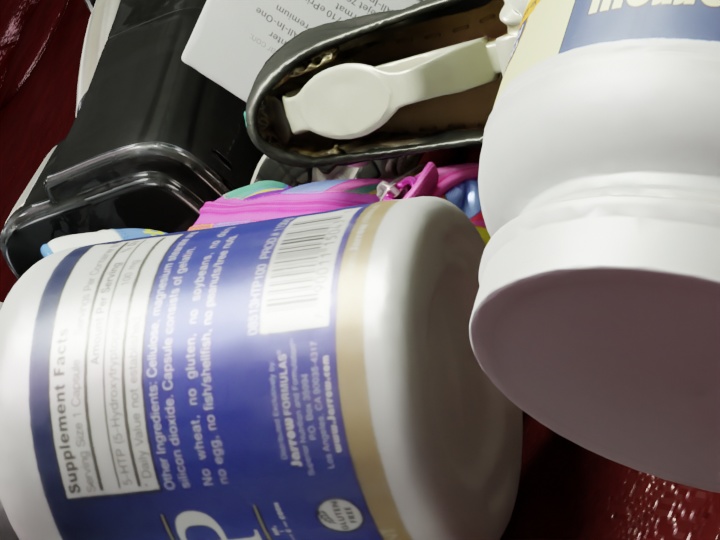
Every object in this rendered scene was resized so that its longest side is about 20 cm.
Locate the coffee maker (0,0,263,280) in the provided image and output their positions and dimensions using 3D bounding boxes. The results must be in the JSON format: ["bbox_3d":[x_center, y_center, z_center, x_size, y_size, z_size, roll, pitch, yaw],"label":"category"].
[{"bbox_3d":[-0.074,-0.086,1.288,0.192,0.135,0.200,-46,24,42],"label":"coffee maker"}]

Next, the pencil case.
[{"bbox_3d":[0.000,0.000,1.011,0.200,0.088,0.088,-6,58,61],"label":"pencil case"}]

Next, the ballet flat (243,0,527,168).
[{"bbox_3d":[0.047,-0.067,0.915,0.200,0.068,0.068,-15,7,27],"label":"ballet flat"}]

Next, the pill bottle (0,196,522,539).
[{"bbox_3d":[-0.057,0.046,0.883,0.200,0.120,0.120,-8,46,21],"label":"pill bottle"}]

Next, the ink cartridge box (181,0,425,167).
[{"bbox_3d":[0.029,-0.158,1.011,0.200,0.084,0.145,-62,-9,30],"label":"ink cartridge box"}]

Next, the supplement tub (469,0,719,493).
[{"bbox_3d":[0.114,-0.055,0.701,0.145,0.145,0.200,-32,35,58],"label":"supplement tub"}]

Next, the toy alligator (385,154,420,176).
[{"bbox_3d":[0.082,-0.108,1.018,0.200,0.054,0.059,-59,-9,13],"label":"toy alligator"}]

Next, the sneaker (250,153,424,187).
[{"bbox_3d":[-0.024,-0.010,1.178,0.200,0.077,0.085,-48,0,44],"label":"sneaker"}]

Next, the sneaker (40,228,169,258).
[{"bbox_3d":[-0.116,0.068,1.030,0.074,0.082,0.200,44,118,52],"label":"sneaker"}]
